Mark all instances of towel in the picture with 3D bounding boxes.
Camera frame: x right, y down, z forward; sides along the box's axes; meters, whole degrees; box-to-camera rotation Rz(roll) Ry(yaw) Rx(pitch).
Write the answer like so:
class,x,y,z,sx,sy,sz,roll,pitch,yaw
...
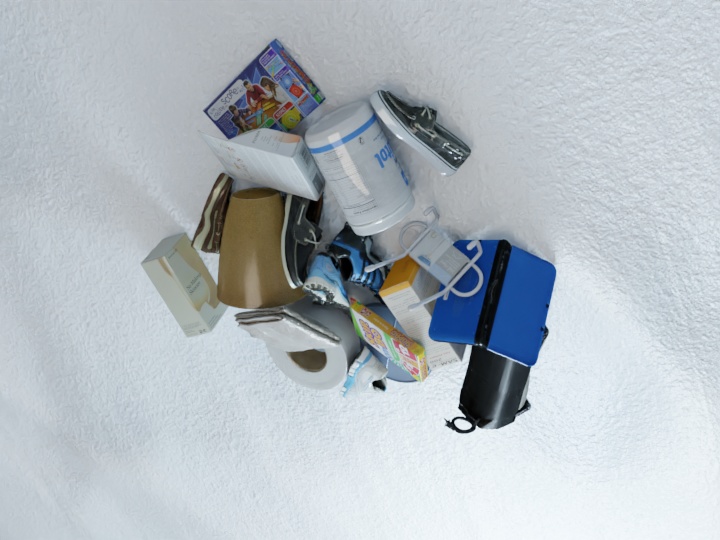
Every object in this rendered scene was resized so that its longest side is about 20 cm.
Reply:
class,x,y,z,sx,sy,sz,roll,pitch,yaw
towel,-0.141,0.119,1.458,0.131,0.035,0.200,-8,154,34

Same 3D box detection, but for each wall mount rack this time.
class,x,y,z,sx,sy,sz,roll,pitch,yaw
wall mount rack,0.115,-0.015,1.337,0.200,0.174,0.075,41,175,32

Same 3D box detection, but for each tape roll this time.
class,x,y,z,sx,sy,sz,roll,pitch,yaw
tape roll,-0.103,0.155,1.598,0.200,0.071,0.204,14,127,20

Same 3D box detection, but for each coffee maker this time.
class,x,y,z,sx,sy,sz,roll,pitch,yaw
coffee maker,0.264,0.196,1.429,0.134,0.192,0.202,22,127,23

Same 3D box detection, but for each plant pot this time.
class,x,y,z,sx,sy,sz,roll,pitch,yaw
plant pot,-0.197,-0.052,1.456,0.184,0.186,0.202,4,111,18

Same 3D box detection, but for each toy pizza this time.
class,x,y,z,sx,sy,sz,roll,pitch,yaw
toy pizza,0.069,0.147,1.555,0.198,0.032,0.202,18,129,24

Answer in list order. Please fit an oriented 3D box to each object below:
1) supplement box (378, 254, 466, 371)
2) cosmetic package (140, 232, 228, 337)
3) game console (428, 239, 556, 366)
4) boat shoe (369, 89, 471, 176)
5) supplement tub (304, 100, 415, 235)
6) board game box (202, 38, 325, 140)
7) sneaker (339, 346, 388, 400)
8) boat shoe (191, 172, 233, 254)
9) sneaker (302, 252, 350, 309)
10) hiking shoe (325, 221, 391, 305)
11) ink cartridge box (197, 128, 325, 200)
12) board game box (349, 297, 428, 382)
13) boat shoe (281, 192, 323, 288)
class,x,y,z,sx,sy,sz,roll,pitch,yaw
supplement box,0.129,0.074,1.436,0.073,0.126,0.201,-22,112,32
cosmetic package,-0.374,0.032,1.612,0.070,0.106,0.201,-14,119,26
game console,0.240,0.057,1.361,0.169,0.202,0.118,2,156,40
boat shoe,0.106,-0.247,1.273,0.199,0.072,0.071,37,119,-19
supplement tub,0.000,-0.179,1.310,0.131,0.132,0.201,-16,117,28
board game box,-0.176,-0.300,1.353,0.199,0.035,0.136,-32,107,34
sneaker,0.012,0.241,1.593,0.086,0.075,0.201,33,151,9
boat shoe,-0.278,-0.110,1.506,0.074,0.075,0.203,23,136,-9
sneaker,-0.057,0.020,1.470,0.077,0.091,0.200,8,165,8
hiking shoe,0.000,0.000,1.440,0.074,0.087,0.201,20,148,53
ink cartridge box,-0.174,-0.204,1.356,0.198,0.051,0.162,20,164,21
board game box,0.049,0.134,1.469,0.199,0.030,0.096,37,155,33
boat shoe,-0.106,-0.065,1.396,0.067,0.202,0.072,-4,155,19
